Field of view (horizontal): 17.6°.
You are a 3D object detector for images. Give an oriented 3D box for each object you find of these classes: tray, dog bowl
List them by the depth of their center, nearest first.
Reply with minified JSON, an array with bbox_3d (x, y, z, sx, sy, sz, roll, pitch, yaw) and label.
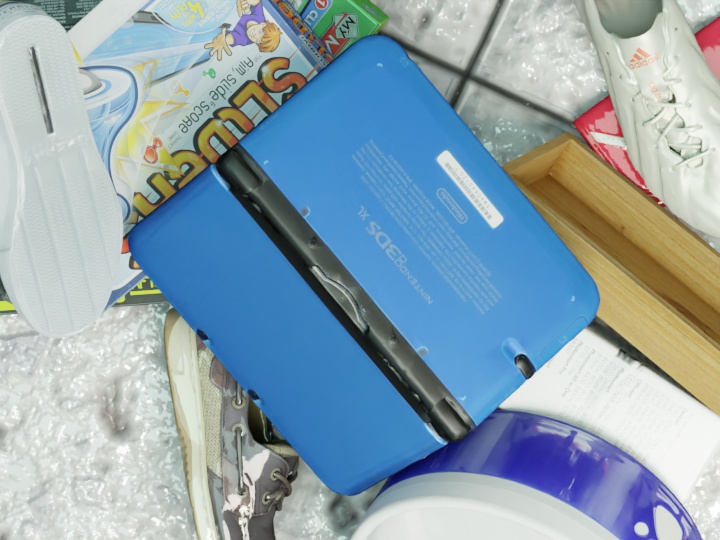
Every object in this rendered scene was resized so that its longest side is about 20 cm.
[{"bbox_3d":[0.095,0.178,1.325,0.200,0.079,0.200,18,136,18],"label":"dog bowl"},{"bbox_3d":[0.166,0.005,1.337,0.200,0.099,0.037,41,121,13],"label":"tray"}]

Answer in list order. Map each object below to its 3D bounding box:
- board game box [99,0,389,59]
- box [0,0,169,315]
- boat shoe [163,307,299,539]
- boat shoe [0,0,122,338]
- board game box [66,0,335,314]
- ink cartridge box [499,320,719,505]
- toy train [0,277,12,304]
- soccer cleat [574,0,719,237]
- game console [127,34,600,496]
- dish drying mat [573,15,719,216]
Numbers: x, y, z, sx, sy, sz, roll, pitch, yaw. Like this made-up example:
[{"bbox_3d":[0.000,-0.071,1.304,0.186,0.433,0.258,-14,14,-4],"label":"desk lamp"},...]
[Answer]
[{"bbox_3d":[-0.097,-0.111,1.339,0.135,0.029,0.200,40,109,-1],"label":"board game box"},{"bbox_3d":[-0.167,-0.072,1.407,0.200,0.048,0.193,-5,95,4],"label":"box"},{"bbox_3d":[-0.069,0.115,1.396,0.065,0.072,0.200,-13,86,10],"label":"boat shoe"},{"bbox_3d":[-0.178,-0.060,1.288,0.072,0.062,0.200,-17,121,-24],"label":"boat shoe"},{"bbox_3d":[-0.115,-0.087,1.316,0.200,0.034,0.135,-39,93,20],"label":"board game box"},{"bbox_3d":[0.147,0.078,1.353,0.200,0.116,0.068,33,96,3],"label":"ink cartridge box"},{"bbox_3d":[-0.240,-0.023,1.378,0.200,0.034,0.046,27,86,4],"label":"toy train"},{"bbox_3d":[0.172,-0.110,1.345,0.069,0.078,0.200,-27,83,5],"label":"soccer cleat"},{"bbox_3d":[0.000,0.000,1.288,0.171,0.118,0.200,-41,96,-12],"label":"game console"},{"bbox_3d":[0.229,-0.115,1.387,0.200,0.018,0.077,-35,88,5],"label":"dish drying mat"}]
